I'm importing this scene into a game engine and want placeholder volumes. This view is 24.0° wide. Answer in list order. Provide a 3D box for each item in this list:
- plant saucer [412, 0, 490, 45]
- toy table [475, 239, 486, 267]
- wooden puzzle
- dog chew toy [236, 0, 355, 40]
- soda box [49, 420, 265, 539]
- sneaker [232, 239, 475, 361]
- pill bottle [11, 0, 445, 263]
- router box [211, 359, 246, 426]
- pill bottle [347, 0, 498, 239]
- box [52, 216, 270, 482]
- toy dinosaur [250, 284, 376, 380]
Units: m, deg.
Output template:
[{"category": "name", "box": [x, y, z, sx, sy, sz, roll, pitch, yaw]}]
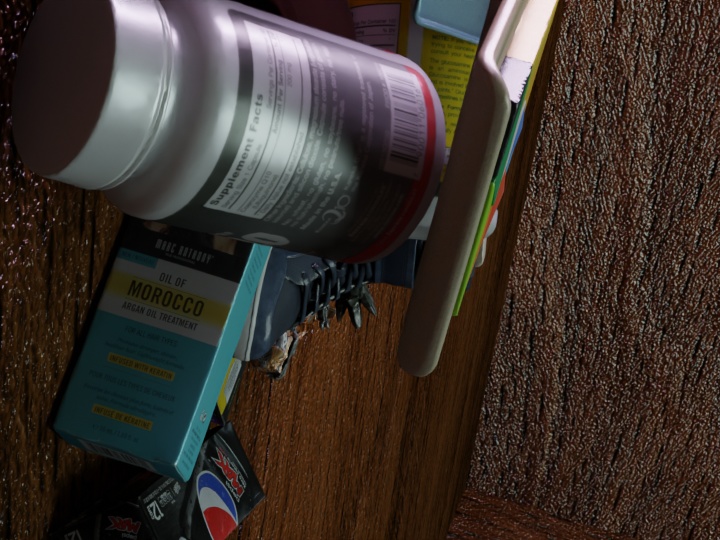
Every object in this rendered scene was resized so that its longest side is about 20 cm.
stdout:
[{"category": "plant saucer", "box": [0.079, -0.236, 1.017, 0.019, 0.069, 0.202, 10, -94, 64]}, {"category": "toy table", "box": [0.046, -0.094, 1.319, 0.201, 0.116, 0.185, -69, 163, -52]}, {"category": "wooden puzzle", "box": [0.067, -0.069, 0.890, 0.201, 0.037, 0.186, -73, 177, -53]}, {"category": "dog chew toy", "box": [-0.062, -0.128, 1.017, 0.200, 0.123, 0.126, 17, 89, -88]}, {"category": "soda box", "box": [-0.130, 0.163, 1.136, 0.064, 0.070, 0.200, 65, 15, -3]}, {"category": "sneaker", "box": [0.000, -0.002, 1.142, 0.203, 0.145, 0.077, -65, 170, -45]}, {"category": "pill bottle", "box": [-0.064, -0.074, 0.840, 0.199, 0.113, 0.115, 12, 95, -39]}, {"category": "router box", "box": [-0.092, -0.014, 1.180, 0.150, 0.051, 0.201, 85, 21, -63]}, {"category": "pill bottle", "box": [0.039, -0.124, 1.075, 0.112, 0.111, 0.202, 25, 70, -80]}, {"category": "box", "box": [-0.112, 0.019, 1.036, 0.049, 0.082, 0.202, 82, 25, -72]}, {"category": "toy dinosaur", "box": [-0.045, -0.010, 1.332, 0.201, 0.101, 0.136, -61, 157, -14]}]
